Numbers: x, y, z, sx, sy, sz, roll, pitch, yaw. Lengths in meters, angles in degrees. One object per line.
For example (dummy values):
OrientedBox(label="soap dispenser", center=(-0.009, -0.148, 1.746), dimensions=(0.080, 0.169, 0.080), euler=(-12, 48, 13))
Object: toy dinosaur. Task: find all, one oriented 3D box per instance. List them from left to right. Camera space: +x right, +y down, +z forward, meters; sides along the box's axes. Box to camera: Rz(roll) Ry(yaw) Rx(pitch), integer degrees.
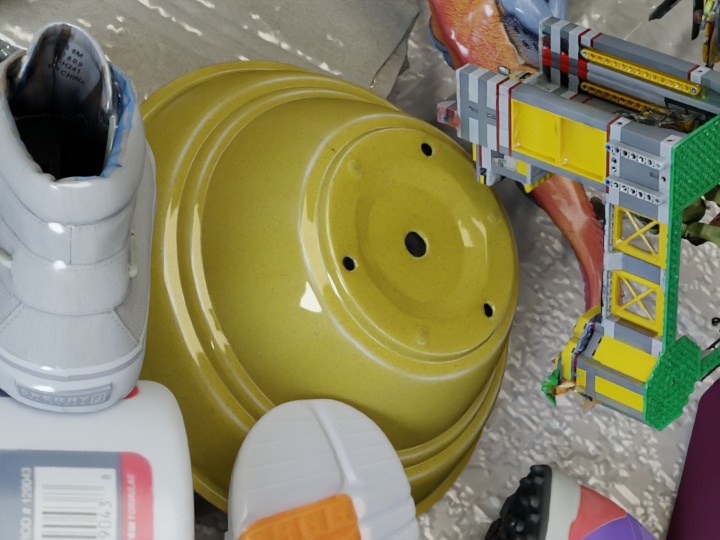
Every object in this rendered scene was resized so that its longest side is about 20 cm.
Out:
OrientedBox(label="toy dinosaur", center=(0.069, -0.096, 0.998), dimensions=(0.181, 0.105, 0.200), euler=(43, 30, -22))

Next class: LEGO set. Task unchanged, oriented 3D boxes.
OrientedBox(label="LEGO set", center=(0.113, -0.042, 0.935), dimensions=(0.116, 0.154, 0.200), euler=(24, 49, 35))

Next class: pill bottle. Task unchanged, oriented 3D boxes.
OrientedBox(label="pill bottle", center=(-0.163, 0.092, 0.790), dimensions=(0.200, 0.120, 0.120), euler=(3, 62, -14))

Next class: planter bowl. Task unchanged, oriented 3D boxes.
OrientedBox(label="planter bowl", center=(0.000, 0.000, 0.926), dimensions=(0.200, 0.083, 0.201), euler=(14, 67, -34))

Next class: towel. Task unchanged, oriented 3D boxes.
OrientedBox(label="towel", center=(-0.080, -0.107, 1.016), dimensions=(0.200, 0.034, 0.133), euler=(30, 54, -4))

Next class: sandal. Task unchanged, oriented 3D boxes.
OrientedBox(label="sandal", center=(-0.016, 0.150, 0.852), dimensions=(0.079, 0.059, 0.207), euler=(1, 71, -36))

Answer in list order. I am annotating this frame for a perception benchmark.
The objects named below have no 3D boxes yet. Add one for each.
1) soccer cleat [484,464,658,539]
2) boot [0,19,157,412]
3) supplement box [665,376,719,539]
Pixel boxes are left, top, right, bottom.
OrientedBox(label="soccer cleat", center=(0.083, 0.153, 0.894), dimensions=(0.073, 0.068, 0.200), euler=(25, 32, -10))
OrientedBox(label="boot", center=(-0.099, -0.046, 0.825), dimensions=(0.074, 0.096, 0.200), euler=(1, 33, -13))
OrientedBox(label="supplement box", center=(0.234, 0.124, 0.980), dimensions=(0.200, 0.103, 0.131), euler=(26, 56, -9))
